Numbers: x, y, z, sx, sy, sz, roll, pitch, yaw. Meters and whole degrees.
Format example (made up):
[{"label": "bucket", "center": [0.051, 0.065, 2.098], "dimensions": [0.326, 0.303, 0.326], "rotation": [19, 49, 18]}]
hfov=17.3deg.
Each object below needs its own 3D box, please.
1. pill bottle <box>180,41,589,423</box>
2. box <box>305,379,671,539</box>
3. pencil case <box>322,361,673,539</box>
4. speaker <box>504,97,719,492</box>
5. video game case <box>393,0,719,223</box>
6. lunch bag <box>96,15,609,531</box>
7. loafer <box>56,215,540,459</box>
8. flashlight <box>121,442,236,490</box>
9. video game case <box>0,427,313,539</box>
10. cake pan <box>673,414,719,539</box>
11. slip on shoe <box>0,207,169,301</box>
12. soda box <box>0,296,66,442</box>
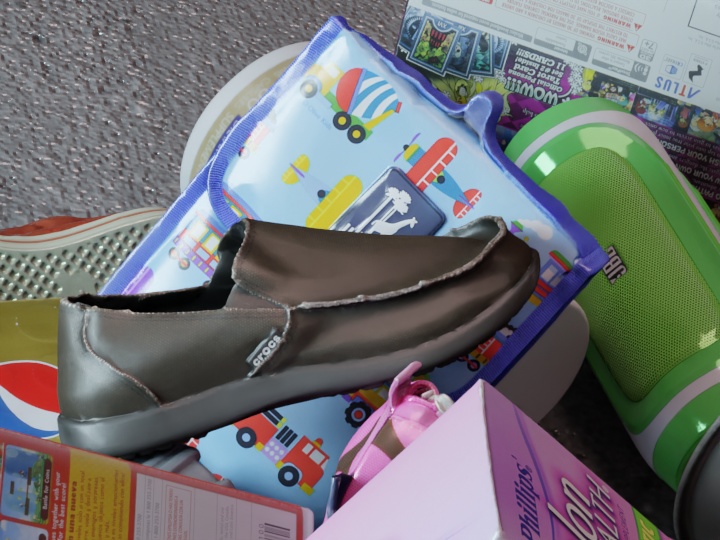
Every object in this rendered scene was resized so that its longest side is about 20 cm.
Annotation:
[{"label": "pill bottle", "center": [0.013, -0.009, 1.130], "dimensions": [0.119, 0.120, 0.200], "rotation": [-16, 46, -35]}, {"label": "box", "center": [0.050, 0.172, 0.770], "dimensions": [0.200, 0.176, 0.097], "rotation": [40, 19, -19]}, {"label": "pencil case", "center": [0.081, 0.115, 0.864], "dimensions": [0.199, 0.094, 0.091], "rotation": [27, 20, 3]}, {"label": "speaker", "center": [0.137, 0.011, 1.119], "dimensions": [0.088, 0.089, 0.201], "rotation": [-6, 48, -26]}, {"label": "video game case", "center": [0.115, -0.097, 1.230], "dimensions": [0.199, 0.182, 0.036], "rotation": [19, 36, 7]}, {"label": "lunch bag", "center": [0.000, 0.000, 1.004], "dimensions": [0.150, 0.200, 0.094], "rotation": [43, 25, 5]}, {"label": "loafer", "center": [-0.026, 0.012, 0.909], "dimensions": [0.199, 0.072, 0.073], "rotation": [-19, 11, -11]}, {"label": "flashlight", "center": [-0.122, 0.130, 0.844], "dimensions": [0.068, 0.068, 0.200], "rotation": [38, 48, 19]}, {"label": "video game case", "center": [-0.100, 0.130, 0.810], "dimensions": [0.199, 0.017, 0.144], "rotation": [19, 60, -34]}, {"label": "cake pan", "center": [0.232, 0.087, 1.016], "dimensions": [0.199, 0.201, 0.037], "rotation": [-3, 46, -23]}, {"label": "slip on shoe", "center": [-0.166, 0.010, 1.100], "dimensions": [0.199, 0.075, 0.061], "rotation": [-12, 9, -23]}, {"label": "soda box", "center": [-0.132, 0.099, 0.984], "dimensions": [0.067, 0.064, 0.200], "rotation": [-4, 41, -21]}]
